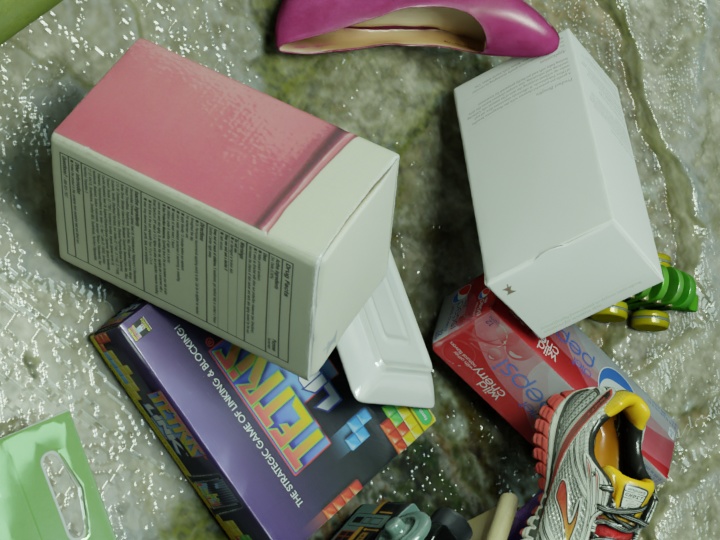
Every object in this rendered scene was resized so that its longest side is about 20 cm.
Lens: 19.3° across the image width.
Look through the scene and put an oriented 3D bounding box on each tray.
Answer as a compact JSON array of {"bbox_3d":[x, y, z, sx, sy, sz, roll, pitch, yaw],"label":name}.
[{"bbox_3d":[0.000,0.000,1.490,0.107,0.022,0.200,9,57,-57],"label":"tray"}]

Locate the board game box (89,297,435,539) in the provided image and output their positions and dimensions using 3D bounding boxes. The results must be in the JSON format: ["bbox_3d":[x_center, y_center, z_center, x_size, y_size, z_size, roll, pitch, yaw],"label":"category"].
[{"bbox_3d":[-0.065,0.075,1.471,0.165,0.057,0.200,-41,103,-32],"label":"board game box"}]

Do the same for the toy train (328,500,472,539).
[{"bbox_3d":[-0.006,0.237,1.441,0.200,0.114,0.085,-48,113,-28],"label":"toy train"}]

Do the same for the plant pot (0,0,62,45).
[{"bbox_3d":[-0.277,-0.196,1.328,0.190,0.200,0.200,-33,99,-43],"label":"plant pot"}]

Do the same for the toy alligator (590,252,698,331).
[{"bbox_3d":[0.196,0.005,1.646,0.200,0.054,0.059,14,73,-29],"label":"toy alligator"}]

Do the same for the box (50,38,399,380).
[{"bbox_3d":[-0.088,-0.041,1.377,0.200,0.128,0.109,25,53,15],"label":"box"}]

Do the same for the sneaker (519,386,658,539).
[{"bbox_3d":[0.160,0.173,1.469,0.078,0.082,0.200,18,67,-34],"label":"sneaker"}]

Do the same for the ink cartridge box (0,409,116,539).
[{"bbox_3d":[-0.262,0.170,1.327,0.200,0.059,0.104,-22,93,-33],"label":"ink cartridge box"}]

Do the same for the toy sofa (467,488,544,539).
[{"bbox_3d":[0.146,0.260,1.526,0.200,0.098,0.083,54,28,-13],"label":"toy sofa"}]

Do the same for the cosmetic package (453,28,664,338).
[{"bbox_3d":[0.140,-0.065,1.537,0.085,0.108,0.200,43,30,-42],"label":"cosmetic package"}]

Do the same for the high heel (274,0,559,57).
[{"bbox_3d":[0.040,-0.168,1.541,0.200,0.067,0.096,16,60,11],"label":"high heel"}]

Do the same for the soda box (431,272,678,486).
[{"bbox_3d":[0.146,0.087,1.581,0.200,0.070,0.063,43,39,-18],"label":"soda box"}]
